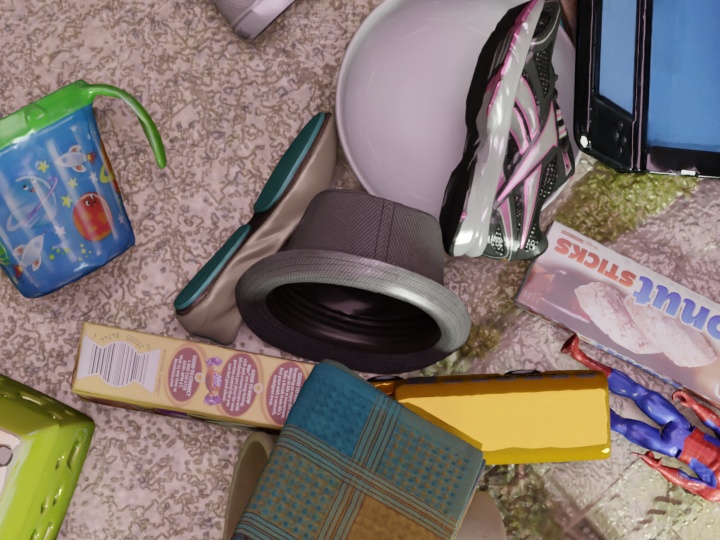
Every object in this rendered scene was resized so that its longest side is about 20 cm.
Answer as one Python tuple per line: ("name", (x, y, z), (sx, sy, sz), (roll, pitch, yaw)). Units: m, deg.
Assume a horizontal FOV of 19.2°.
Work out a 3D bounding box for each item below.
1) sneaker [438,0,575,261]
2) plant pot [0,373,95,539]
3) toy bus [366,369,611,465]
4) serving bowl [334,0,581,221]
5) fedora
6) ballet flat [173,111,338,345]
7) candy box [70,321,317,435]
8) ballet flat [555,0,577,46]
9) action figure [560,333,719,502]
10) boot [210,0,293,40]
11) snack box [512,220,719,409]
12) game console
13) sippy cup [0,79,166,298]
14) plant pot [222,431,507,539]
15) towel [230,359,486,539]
("sneaker", (0.122, -0.101, 1.585), (0.086, 0.080, 0.202), (14, 95, -14))
("plant pot", (-0.319, 0.159, 1.532), (0.198, 0.182, 0.201), (22, 84, -1))
("toy bus", (0.086, 0.112, 1.595), (0.198, 0.078, 0.066), (-3, 93, 3))
("serving bowl", (0.073, -0.124, 1.641), (0.198, 0.066, 0.202), (1, 87, -9))
("fedora", (0.000, 0.000, 1.573), (0.175, 0.200, 0.091), (12, 70, -1))
("ballet flat", (-0.064, -0.027, 1.631), (0.069, 0.069, 0.201), (37, 87, 0))
("candy box", (-0.112, 0.086, 1.585), (0.198, 0.117, 0.057), (9, 83, -2))
("ballet flat", (0.133, -0.272, 1.666), (0.067, 0.068, 0.201), (-31, 89, -14))
("action figure", (0.236, 0.125, 1.643), (0.199, 0.052, 0.066), (31, 78, -3))
("boot", (-0.046, -0.278, 1.647), (0.200, 0.074, 0.096), (-43, 95, -6))
("snack box", (0.222, 0.038, 1.660), (0.199, 0.024, 0.072), (27, 81, -1))
("game console", (0.245, -0.180, 1.642), (0.115, 0.176, 0.202), (0, 83, 24))
("sippy cup", (-0.238, -0.055, 1.591), (0.139, 0.177, 0.131), (-34, 101, -50))
("plant pot", (0.005, 0.224, 1.555), (0.181, 0.200, 0.203), (4, 84, -14))
("towel", (-0.003, 0.167, 1.468), (0.146, 0.022, 0.201), (32, 48, -6))
